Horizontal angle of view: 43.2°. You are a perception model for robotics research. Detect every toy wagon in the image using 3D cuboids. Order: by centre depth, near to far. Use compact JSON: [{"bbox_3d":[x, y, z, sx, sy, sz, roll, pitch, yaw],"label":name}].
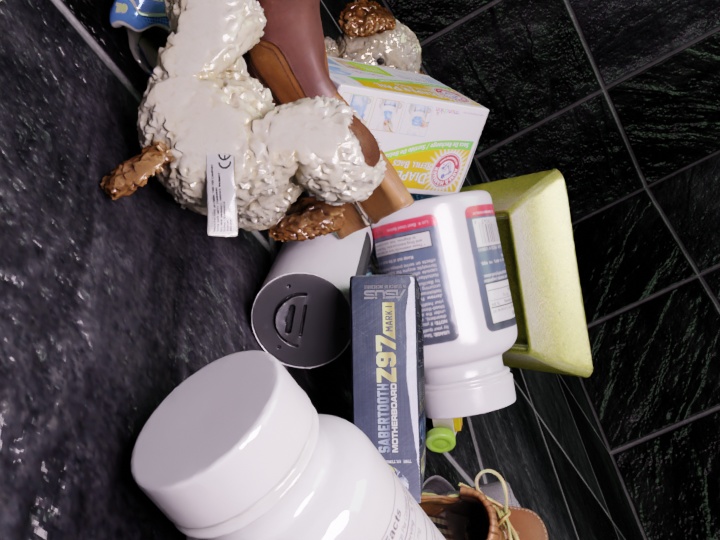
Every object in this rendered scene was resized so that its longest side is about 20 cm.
[{"bbox_3d":[0.083,0.092,0.993,0.156,0.039,0.201,-87,169,-47],"label":"toy wagon"}]

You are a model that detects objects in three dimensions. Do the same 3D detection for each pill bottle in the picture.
[{"bbox_3d":[-0.026,0.143,0.484,0.200,0.114,0.115,56,16,-27],"label":"pill bottle"},{"bbox_3d":[0.084,0.033,0.867,0.120,0.119,0.201,-7,87,-75],"label":"pill bottle"}]

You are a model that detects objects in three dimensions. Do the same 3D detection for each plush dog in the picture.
[{"bbox_3d":[-0.094,-0.082,0.651,0.200,0.160,0.172,48,-6,9],"label":"plush dog"},{"bbox_3d":[-0.009,-0.219,1.041,0.200,0.171,0.161,47,23,-48],"label":"plush dog"}]

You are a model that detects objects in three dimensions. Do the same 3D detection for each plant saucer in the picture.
[{"bbox_3d":[0.143,0.009,0.932,0.200,0.048,0.201,-3,-83,65],"label":"plant saucer"}]

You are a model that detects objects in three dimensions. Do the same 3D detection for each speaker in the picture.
[{"bbox_3d":[-0.036,0.005,0.771,0.081,0.081,0.200,59,14,-15],"label":"speaker"}]

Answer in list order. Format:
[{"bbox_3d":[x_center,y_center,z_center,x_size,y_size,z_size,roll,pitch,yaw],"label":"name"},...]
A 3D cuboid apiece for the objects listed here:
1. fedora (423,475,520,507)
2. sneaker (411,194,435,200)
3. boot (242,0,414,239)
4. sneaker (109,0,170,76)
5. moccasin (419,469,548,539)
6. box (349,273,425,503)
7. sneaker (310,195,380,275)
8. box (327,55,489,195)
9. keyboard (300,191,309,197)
[{"bbox_3d":[0.123,0.267,0.843,0.177,0.090,0.200,62,14,-4],"label":"fedora"},{"bbox_3d":[0.096,-0.050,1.070,0.199,0.077,0.081,22,-2,-5],"label":"sneaker"},{"bbox_3d":[-0.025,-0.127,0.669,0.068,0.188,0.201,-29,89,-33],"label":"boot"},{"bbox_3d":[-0.151,-0.184,0.754,0.200,0.075,0.077,55,52,-62],"label":"sneaker"},{"bbox_3d":[0.084,0.204,0.717,0.201,0.078,0.074,20,37,-37],"label":"moccasin"},{"bbox_3d":[0.025,0.089,0.713,0.200,0.051,0.159,37,51,-83],"label":"box"},{"bbox_3d":[0.000,0.000,0.918,0.200,0.077,0.086,54,20,-33],"label":"sneaker"},{"bbox_3d":[0.015,-0.148,0.933,0.199,0.102,0.112,0,29,-39],"label":"box"},{"bbox_3d":[-0.082,-0.156,0.851,0.104,0.039,0.201,-23,-96,69],"label":"keyboard"}]
